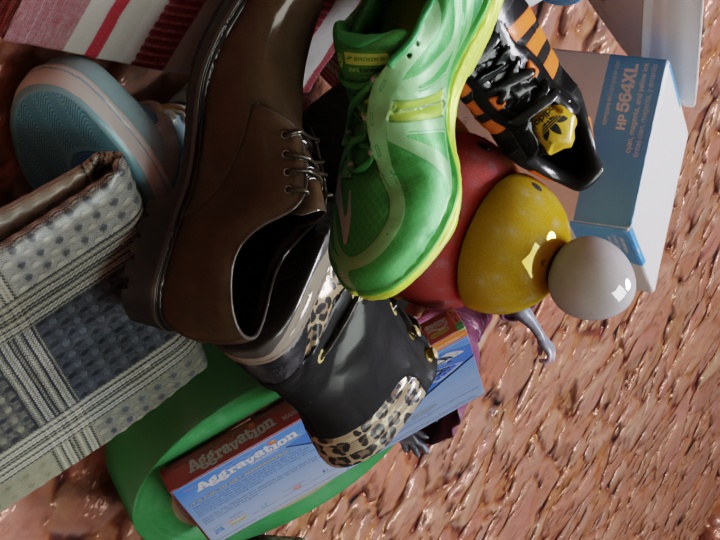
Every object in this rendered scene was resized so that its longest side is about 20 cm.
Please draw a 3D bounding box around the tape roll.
[{"bbox_3d":[-0.061,0.100,1.115,0.200,0.048,0.201,-24,150,-15],"label":"tape roll"}]

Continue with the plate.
[{"bbox_3d":[0.171,-0.233,1.195,0.032,0.200,0.200,-23,146,-8],"label":"plate"}]

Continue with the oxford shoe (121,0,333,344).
[{"bbox_3d":[-0.043,-0.059,0.853,0.073,0.084,0.201,6,101,-64],"label":"oxford shoe"}]

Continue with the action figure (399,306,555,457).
[{"bbox_3d":[0.067,0.041,1.403,0.149,0.134,0.200,39,60,-24],"label":"action figure"}]

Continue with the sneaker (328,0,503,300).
[{"bbox_3d":[0.012,-0.085,0.868,0.083,0.074,0.201,19,80,-47],"label":"sneaker"}]

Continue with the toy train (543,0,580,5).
[{"bbox_3d":[0.098,-0.247,1.086,0.200,0.114,0.087,80,33,-56],"label":"toy train"}]

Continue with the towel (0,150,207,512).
[{"bbox_3d":[-0.180,0.047,0.882,0.200,0.035,0.193,-34,148,-13],"label":"towel"}]

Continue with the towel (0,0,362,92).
[{"bbox_3d":[-0.066,-0.157,0.851,0.200,0.023,0.144,6,129,-46],"label":"towel"}]

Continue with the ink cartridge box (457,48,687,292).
[{"bbox_3d":[0.112,-0.076,1.223,0.129,0.199,0.126,51,52,-65],"label":"ink cartridge box"}]

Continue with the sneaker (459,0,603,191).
[{"bbox_3d":[0.087,-0.110,0.990,0.070,0.090,0.200,-43,148,4],"label":"sneaker"}]

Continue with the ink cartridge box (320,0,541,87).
[{"bbox_3d":[0.022,-0.208,0.965,0.144,0.084,0.200,-32,147,-14],"label":"ink cartridge box"}]

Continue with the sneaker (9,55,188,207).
[{"bbox_3d":[-0.105,-0.074,0.929,0.131,0.079,0.200,-69,150,-28],"label":"sneaker"}]

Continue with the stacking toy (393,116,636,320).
[{"bbox_3d":[0.077,-0.020,1.063,0.146,0.200,0.146,-42,145,-40],"label":"stacking toy"}]

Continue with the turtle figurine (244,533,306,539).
[{"bbox_3d":[-0.063,0.228,1.207,0.150,0.200,0.101,-8,79,-45],"label":"turtle figurine"}]

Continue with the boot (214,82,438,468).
[{"bbox_3d":[0.000,0.000,0.981,0.200,0.073,0.151,-63,145,-27],"label":"boot"}]

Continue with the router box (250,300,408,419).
[{"bbox_3d":[-0.034,0.017,1.181,0.149,0.051,0.200,-55,156,-20],"label":"router box"}]

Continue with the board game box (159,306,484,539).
[{"bbox_3d":[-0.019,0.098,1.081,0.200,0.019,0.103,-29,153,-4],"label":"board game box"}]
